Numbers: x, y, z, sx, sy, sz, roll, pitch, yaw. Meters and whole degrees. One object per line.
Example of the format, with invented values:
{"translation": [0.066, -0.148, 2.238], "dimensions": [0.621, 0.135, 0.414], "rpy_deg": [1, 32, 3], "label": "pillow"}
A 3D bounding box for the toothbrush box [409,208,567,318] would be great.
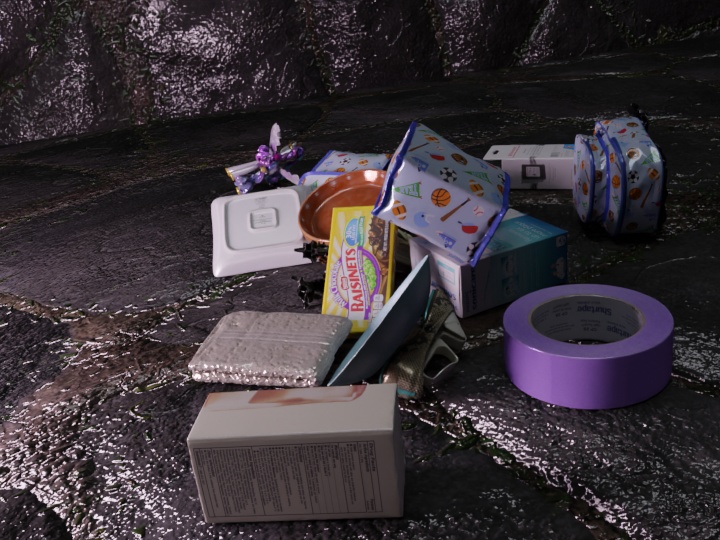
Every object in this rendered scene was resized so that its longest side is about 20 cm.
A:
{"translation": [0.193, -0.016, 1.188], "dimensions": [0.197, 0.087, 0.146], "rpy_deg": [-17, 25, -21], "label": "toothbrush box"}

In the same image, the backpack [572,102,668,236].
{"translation": [0.443, -0.154, 1.329], "dimensions": [0.151, 0.203, 0.191], "rpy_deg": [-12, 28, 0], "label": "backpack"}

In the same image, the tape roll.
{"translation": [0.272, 0.085, 0.941], "dimensions": [0.196, 0.067, 0.201], "rpy_deg": [-7, 22, 3], "label": "tape roll"}

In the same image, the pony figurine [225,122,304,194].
{"translation": [-0.212, -0.251, 1.837], "dimensions": [0.197, 0.169, 0.193], "rpy_deg": [-27, 17, -8], "label": "pony figurine"}

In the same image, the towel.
{"translation": [-0.120, 0.105, 1.041], "dimensions": [0.196, 0.035, 0.133], "rpy_deg": [1, 33, 21], "label": "towel"}

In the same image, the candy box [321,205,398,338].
{"translation": [0.000, 0.000, 1.124], "dimensions": [0.100, 0.026, 0.204], "rpy_deg": [-3, 64, 16], "label": "candy box"}

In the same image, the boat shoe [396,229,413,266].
{"translation": [0.046, -0.050, 1.263], "dimensions": [0.072, 0.064, 0.199], "rpy_deg": [21, 8, 36], "label": "boat shoe"}

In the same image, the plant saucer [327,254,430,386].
{"translation": [0.034, 0.072, 0.958], "dimensions": [0.038, 0.202, 0.201], "rpy_deg": [37, 30, 1], "label": "plant saucer"}

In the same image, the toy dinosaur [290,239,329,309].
{"translation": [-0.034, 0.005, 1.237], "dimensions": [0.133, 0.105, 0.199], "rpy_deg": [-2, -2, -31], "label": "toy dinosaur"}

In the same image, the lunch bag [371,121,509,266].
{"translation": [0.120, -0.121, 1.114], "dimensions": [0.168, 0.125, 0.201], "rpy_deg": [27, 33, -4], "label": "lunch bag"}

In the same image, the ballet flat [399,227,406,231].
{"translation": [0.051, -0.094, 1.458], "dimensions": [0.065, 0.058, 0.199], "rpy_deg": [7, 26, 30], "label": "ballet flat"}

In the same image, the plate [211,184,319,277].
{"translation": [-0.177, -0.084, 1.431], "dimensions": [0.195, 0.033, 0.202], "rpy_deg": [-9, 48, -3], "label": "plate"}

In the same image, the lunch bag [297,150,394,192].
{"translation": [-0.028, -0.149, 1.543], "dimensions": [0.167, 0.126, 0.201], "rpy_deg": [8, 42, 32], "label": "lunch bag"}

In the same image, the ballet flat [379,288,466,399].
{"translation": [0.091, 0.097, 0.984], "dimensions": [0.074, 0.069, 0.200], "rpy_deg": [19, 36, 16], "label": "ballet flat"}

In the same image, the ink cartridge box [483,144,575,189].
{"translation": [0.368, -0.222, 1.662], "dimensions": [0.196, 0.068, 0.116], "rpy_deg": [3, 24, 21], "label": "ink cartridge box"}

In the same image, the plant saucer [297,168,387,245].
{"translation": [-0.015, -0.108, 1.385], "dimensions": [0.196, 0.033, 0.202], "rpy_deg": [-13, 39, 10], "label": "plant saucer"}

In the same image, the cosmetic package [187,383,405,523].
{"translation": [-0.057, 0.178, 0.766], "dimensions": [0.195, 0.105, 0.088], "rpy_deg": [-3, 23, 7], "label": "cosmetic package"}
